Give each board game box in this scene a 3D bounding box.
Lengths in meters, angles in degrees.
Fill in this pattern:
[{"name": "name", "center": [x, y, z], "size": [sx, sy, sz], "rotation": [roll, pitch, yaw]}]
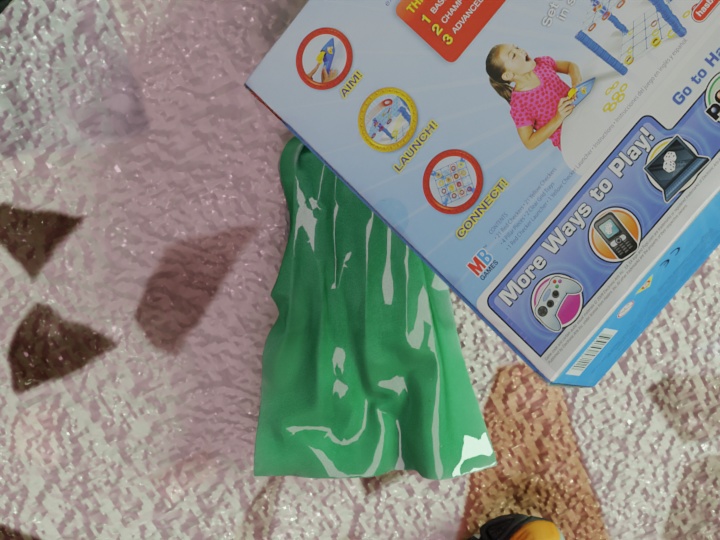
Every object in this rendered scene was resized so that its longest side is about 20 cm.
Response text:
[{"name": "board game box", "center": [0.084, -0.089, 0.950], "size": [0.196, 0.056, 0.200], "rotation": [45, 104, 21]}]

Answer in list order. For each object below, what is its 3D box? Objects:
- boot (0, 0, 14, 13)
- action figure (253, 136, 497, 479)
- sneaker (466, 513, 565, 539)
[{"name": "boot", "center": [-0.242, -0.124, 0.937], "size": [0.203, 0.154, 0.074], "rotation": [9, 117, -7]}, {"name": "action figure", "center": [0.000, 0.000, 1.069], "size": [0.118, 0.055, 0.200], "rotation": [-4, 111, 1]}, {"name": "sneaker", "center": [0.089, 0.208, 1.178], "size": [0.092, 0.076, 0.200], "rotation": [4, 125, -13]}]
